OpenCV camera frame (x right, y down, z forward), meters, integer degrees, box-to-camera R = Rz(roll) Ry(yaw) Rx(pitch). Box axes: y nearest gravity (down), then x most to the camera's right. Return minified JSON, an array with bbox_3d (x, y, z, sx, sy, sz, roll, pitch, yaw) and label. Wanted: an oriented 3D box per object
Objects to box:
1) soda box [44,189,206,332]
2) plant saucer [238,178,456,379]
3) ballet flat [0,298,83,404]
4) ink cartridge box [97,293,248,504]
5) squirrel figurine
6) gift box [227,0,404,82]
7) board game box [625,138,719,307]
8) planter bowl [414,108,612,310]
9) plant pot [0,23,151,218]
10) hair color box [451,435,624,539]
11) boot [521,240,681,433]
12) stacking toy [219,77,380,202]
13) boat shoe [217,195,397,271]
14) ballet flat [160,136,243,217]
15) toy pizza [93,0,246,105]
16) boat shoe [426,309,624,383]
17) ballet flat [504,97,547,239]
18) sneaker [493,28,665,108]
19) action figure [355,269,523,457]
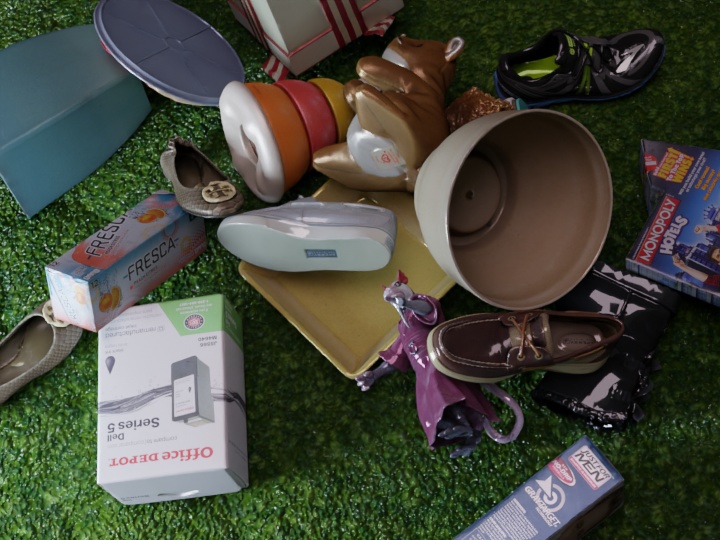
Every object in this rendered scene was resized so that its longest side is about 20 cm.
[{"bbox_3d":[-0.256,-0.014,1.489,0.063,0.068,0.200,16,36,27],"label":"soda box"},{"bbox_3d":[0.000,0.000,1.500,0.200,0.048,0.200,-43,65,-10],"label":"plant saucer"},{"bbox_3d":[-0.392,0.099,1.524,0.200,0.046,0.067,-42,66,-9],"label":"ballet flat"},{"bbox_3d":[-0.203,0.140,1.456,0.145,0.084,0.200,-8,65,7],"label":"ink cartridge box"},{"bbox_3d":[0.076,-0.172,1.502,0.200,0.142,0.187,28,49,2],"label":"squirrel figurine"},{"bbox_3d":[-0.069,-0.344,1.589,0.184,0.187,0.200,-31,49,-6],"label":"gift box"},{"bbox_3d":[0.369,-0.054,1.435,0.200,0.062,0.200,24,64,23],"label":"board game box"},{"bbox_3d":[0.137,-0.070,1.375,0.200,0.200,0.135,-49,29,-12],"label":"planter bowl"},{"bbox_3d":[-0.363,-0.195,1.612,0.200,0.141,0.141,-32,64,-11],"label":"plant pot"},{"bbox_3d":[0.165,0.257,1.323,0.200,0.100,0.061,-37,65,-6],"label":"hair color box"},{"bbox_3d":[0.227,0.070,1.415,0.198,0.073,0.163,22,76,20],"label":"boot"},{"bbox_3d":[-0.051,-0.175,1.562,0.200,0.146,0.146,-22,63,-18],"label":"stacking toy"},{"bbox_3d":[-0.055,-0.045,1.476,0.200,0.070,0.072,4,46,15],"label":"boat shoe"},{"bbox_3d":[-0.185,-0.109,1.534,0.067,0.046,0.200,-8,26,-20],"label":"ballet flat"},{"bbox_3d":[-0.229,-0.260,1.609,0.200,0.200,0.032,55,125,26],"label":"toy pizza"},{"bbox_3d":[0.164,0.065,1.310,0.200,0.072,0.072,3,63,-19],"label":"boat shoe"},{"bbox_3d":[0.173,-0.102,1.511,0.069,0.069,0.200,-12,60,6],"label":"ballet flat"},{"bbox_3d":[0.251,-0.237,1.538,0.199,0.083,0.071,-10,65,6],"label":"sneaker"},{"bbox_3d":[0.080,0.082,1.377,0.149,0.134,0.200,-6,60,-27],"label":"action figure"}]
